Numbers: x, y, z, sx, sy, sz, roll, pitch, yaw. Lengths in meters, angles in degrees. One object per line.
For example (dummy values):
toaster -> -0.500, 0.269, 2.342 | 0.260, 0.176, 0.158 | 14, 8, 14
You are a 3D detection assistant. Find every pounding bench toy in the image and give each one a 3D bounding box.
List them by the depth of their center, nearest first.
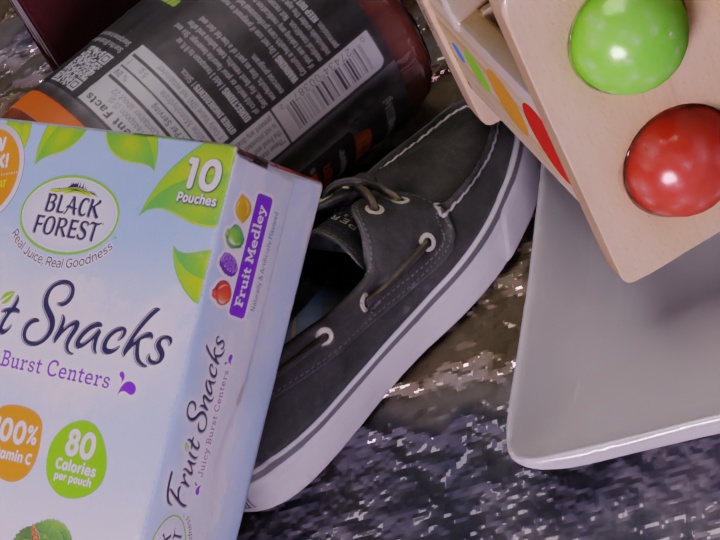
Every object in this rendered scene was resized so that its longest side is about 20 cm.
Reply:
pounding bench toy -> 0.083, -0.125, 0.837 | 0.124, 0.200, 0.156 | -31, 35, -3

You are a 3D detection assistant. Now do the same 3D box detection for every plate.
plate -> 0.154, -0.016, 0.857 | 0.199, 0.032, 0.200 | -13, 40, 22

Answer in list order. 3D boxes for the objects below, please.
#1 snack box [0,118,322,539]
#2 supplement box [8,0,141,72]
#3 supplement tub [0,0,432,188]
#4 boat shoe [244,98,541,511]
snack box -> -0.101, 0.053, 0.863 | 0.142, 0.053, 0.201 | 9, 82, 40
supplement box -> -0.086, -0.195, 1.092 | 0.197, 0.200, 0.133 | -34, 36, -5
supplement tub -> -0.074, -0.051, 0.996 | 0.200, 0.107, 0.107 | -41, 37, -13
boat shoe -> 0.000, 0.000, 0.925 | 0.068, 0.057, 0.200 | 11, 53, 42
